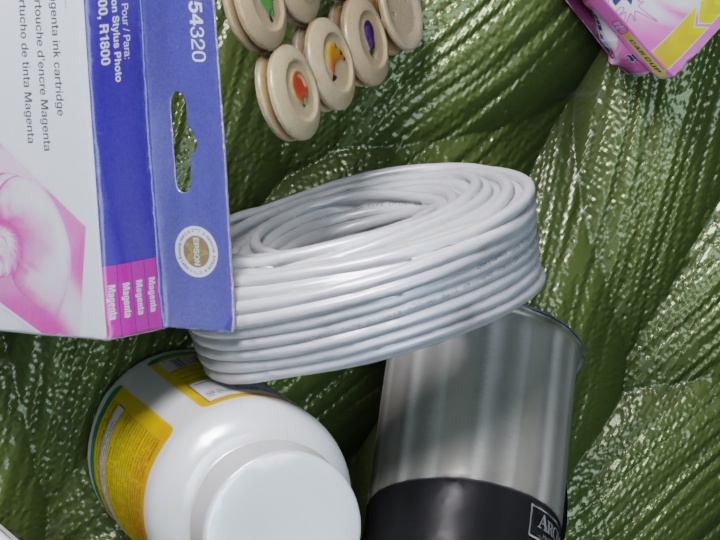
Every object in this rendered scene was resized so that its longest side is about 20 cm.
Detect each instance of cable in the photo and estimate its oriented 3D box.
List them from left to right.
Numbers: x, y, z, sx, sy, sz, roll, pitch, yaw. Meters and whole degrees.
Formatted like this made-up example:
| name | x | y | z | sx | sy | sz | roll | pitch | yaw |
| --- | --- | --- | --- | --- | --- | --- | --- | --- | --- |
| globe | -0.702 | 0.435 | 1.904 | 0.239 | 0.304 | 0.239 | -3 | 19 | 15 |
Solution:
| name | x | y | z | sx | sy | sz | roll | pitch | yaw |
| --- | --- | --- | --- | --- | --- | --- | --- | --- | --- |
| cable | 0.000 | 0.000 | 1.460 | 0.199 | 0.199 | 0.070 | -24 | 107 | -38 |

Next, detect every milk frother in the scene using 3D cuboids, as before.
| name | x | y | z | sx | sy | sz | roll | pitch | yaw |
| --- | --- | --- | --- | --- | --- | --- | --- | --- | --- |
| milk frother | 0.019 | 0.135 | 1.535 | 0.199 | 0.181 | 0.189 | 4 | 60 | 8 |

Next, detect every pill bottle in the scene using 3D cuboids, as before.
| name | x | y | z | sx | sy | sz | roll | pitch | yaw |
| --- | --- | --- | --- | --- | --- | --- | --- | --- | --- |
| pill bottle | -0.070 | 0.114 | 1.455 | 0.112 | 0.200 | 0.113 | -3 | 100 | -19 |

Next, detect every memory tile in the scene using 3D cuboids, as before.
| name | x | y | z | sx | sy | sz | roll | pitch | yaw |
| --- | --- | --- | --- | --- | --- | --- | --- | --- | --- |
| memory tile | -0.025 | -0.162 | 1.448 | 0.017 | 0.200 | 0.154 | -12 | 106 | 26 |

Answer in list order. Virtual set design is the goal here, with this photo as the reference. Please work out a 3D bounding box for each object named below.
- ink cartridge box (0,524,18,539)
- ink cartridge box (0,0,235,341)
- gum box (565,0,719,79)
| name | x | y | z | sx | sy | sz | roll | pitch | yaw |
| --- | --- | --- | --- | --- | --- | --- | --- | --- | --- |
| ink cartridge box | -0.184 | 0.185 | 1.458 | 0.200 | 0.116 | 0.067 | 43 | 82 | -12 |
| ink cartridge box | -0.161 | -0.065 | 1.406 | 0.043 | 0.199 | 0.198 | -18 | 108 | -55 |
| gum box | 0.188 | -0.214 | 1.562 | 0.200 | 0.066 | 0.114 | -47 | 109 | -6 |
